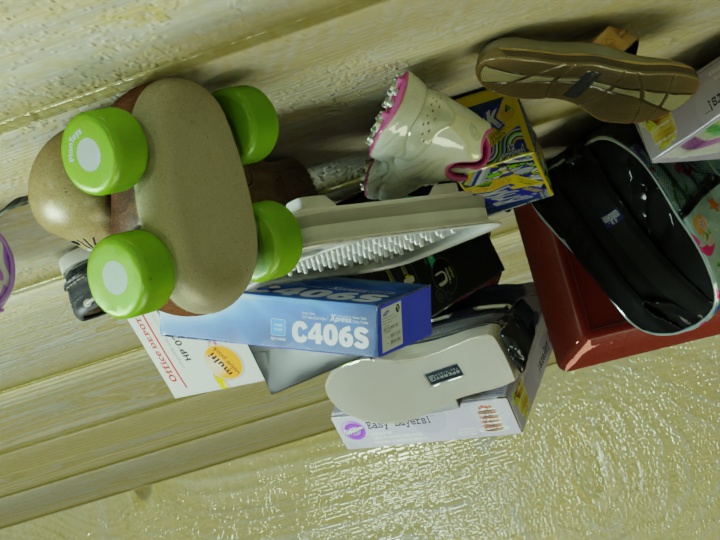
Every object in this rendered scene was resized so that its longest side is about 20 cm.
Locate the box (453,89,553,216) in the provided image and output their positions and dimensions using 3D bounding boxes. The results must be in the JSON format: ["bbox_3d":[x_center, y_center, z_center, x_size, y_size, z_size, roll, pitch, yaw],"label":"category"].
[{"bbox_3d":[0.115,-0.099,1.611,0.070,0.065,0.200,-17,169,8],"label":"box"}]

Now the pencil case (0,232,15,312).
[{"bbox_3d":[-0.330,0.023,1.546,0.083,0.086,0.200,-13,169,-21],"label":"pencil case"}]

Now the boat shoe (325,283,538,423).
[{"bbox_3d":[0.068,0.071,1.685,0.199,0.075,0.093,-14,-154,30],"label":"boat shoe"}]

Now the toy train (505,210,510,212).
[{"bbox_3d":[0.084,-0.061,1.867,0.199,0.034,0.046,-12,180,-19],"label":"toy train"}]

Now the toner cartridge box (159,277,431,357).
[{"bbox_3d":[-0.052,0.032,1.521,0.199,0.043,0.095,4,-170,27],"label":"toner cartridge box"}]

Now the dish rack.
[{"bbox_3d":[-0.012,-0.026,1.446,0.199,0.044,0.171,-7,171,-34],"label":"dish rack"}]

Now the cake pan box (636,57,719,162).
[{"bbox_3d":[0.360,-0.155,1.623,0.199,0.053,0.184,-6,161,-44],"label":"cake pan box"}]

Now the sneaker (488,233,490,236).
[{"bbox_3d":[0.065,-0.011,1.949,0.199,0.089,0.074,-7,166,-45],"label":"sneaker"}]

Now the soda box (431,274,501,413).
[{"bbox_3d":[0.075,0.044,1.817,0.063,0.070,0.200,-13,-146,27],"label":"soda box"}]

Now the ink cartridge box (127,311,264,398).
[{"bbox_3d":[-0.141,0.048,1.783,0.199,0.116,0.068,-13,-154,34],"label":"ink cartridge box"}]

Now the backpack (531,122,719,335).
[{"bbox_3d":[0.272,-0.047,1.749,0.150,0.201,0.177,-32,178,-30],"label":"backpack"}]

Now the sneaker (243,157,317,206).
[{"bbox_3d":[-0.118,-0.048,1.520,0.112,0.072,0.200,-22,170,19],"label":"sneaker"}]

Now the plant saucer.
[{"bbox_3d":[0.262,-0.021,1.856,0.199,0.201,0.037,-12,170,-15],"label":"plant saucer"}]

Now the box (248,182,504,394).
[{"bbox_3d":[0.000,0.000,1.666,0.148,0.125,0.200,-24,-176,40],"label":"box"}]

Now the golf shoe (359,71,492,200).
[{"bbox_3d":[0.050,-0.087,1.475,0.091,0.076,0.200,21,170,1],"label":"golf shoe"}]

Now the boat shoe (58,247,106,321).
[{"bbox_3d":[-0.165,-0.007,1.695,0.199,0.061,0.074,-15,165,-9],"label":"boat shoe"}]

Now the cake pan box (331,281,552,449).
[{"bbox_3d":[0.083,0.091,1.864,0.199,0.053,0.184,-9,-149,26],"label":"cake pan box"}]

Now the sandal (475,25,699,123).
[{"bbox_3d":[0.174,-0.157,1.444,0.199,0.054,0.080,7,154,-28],"label":"sandal"}]

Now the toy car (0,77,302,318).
[{"bbox_3d":[-0.171,-0.040,1.313,0.199,0.159,0.164,-9,-175,38],"label":"toy car"}]
